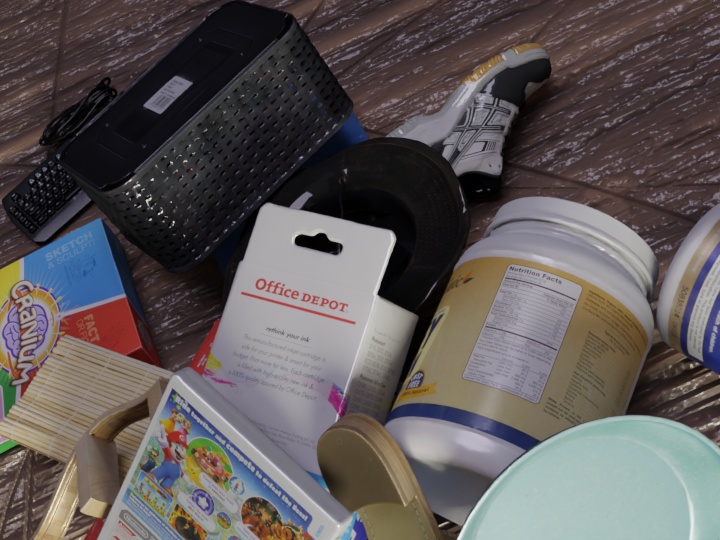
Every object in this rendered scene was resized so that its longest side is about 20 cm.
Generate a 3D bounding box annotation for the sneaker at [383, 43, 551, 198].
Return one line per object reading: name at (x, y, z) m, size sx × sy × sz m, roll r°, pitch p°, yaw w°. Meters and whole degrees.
sneaker at (0.093, -0.103, 1.032) m, size 0.200 × 0.076 × 0.088 m, roll -40°, pitch 82°, yaw -19°

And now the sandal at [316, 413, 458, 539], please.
sandal at (0.044, 0.177, 0.805) m, size 0.078 × 0.212 × 0.070 m, roll -13°, pitch 14°, yaw 39°

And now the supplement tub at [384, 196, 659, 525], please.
supplement tub at (0.111, 0.066, 0.853) m, size 0.144 × 0.144 × 0.200 m, roll 12°, pitch 62°, yaw 27°

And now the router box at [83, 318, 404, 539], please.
router box at (-0.074, 0.150, 0.925) m, size 0.179 × 0.049 × 0.200 m, roll 16°, pitch 64°, yaw 29°

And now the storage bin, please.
storage bin at (-0.123, -0.110, 1.010) m, size 0.200 × 0.094 × 0.135 m, roll -44°, pitch 34°, yaw -12°

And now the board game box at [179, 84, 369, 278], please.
board game box at (-0.062, -0.071, 1.079) m, size 0.158 × 0.039 × 0.200 m, roll -28°, pitch 59°, yaw -1°

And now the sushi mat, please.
sushi mat at (-0.178, 0.111, 0.954) m, size 0.200 × 0.012 × 0.096 m, roll 15°, pitch 63°, yaw 33°

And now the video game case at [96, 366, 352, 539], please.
video game case at (-0.099, 0.177, 0.824) m, size 0.143 × 0.200 × 0.018 m, roll 40°, pitch 35°, yaw 17°

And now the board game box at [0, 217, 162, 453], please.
board game box at (-0.279, 0.063, 1.067) m, size 0.200 × 0.040 × 0.153 m, roll -28°, pitch 52°, yaw 1°

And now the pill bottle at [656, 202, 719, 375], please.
pill bottle at (0.301, 0.042, 0.815) m, size 0.200 × 0.116 × 0.116 m, roll 32°, pitch 73°, yaw 35°

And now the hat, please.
hat at (0.000, 0.000, 0.957) m, size 0.200 × 0.081 × 0.201 m, roll -16°, pitch 53°, yaw 22°

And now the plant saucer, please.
plant saucer at (0.137, 0.172, 0.759) m, size 0.200 × 0.200 × 0.036 m, roll -34°, pitch 24°, yaw -4°

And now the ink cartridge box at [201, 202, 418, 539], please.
ink cartridge box at (-0.038, 0.066, 0.855) m, size 0.115 × 0.068 × 0.200 m, roll 14°, pitch 82°, yaw 31°

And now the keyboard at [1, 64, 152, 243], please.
keyboard at (-0.256, -0.121, 1.185) m, size 0.200 × 0.040 × 0.104 m, roll -45°, pitch 54°, yaw -13°

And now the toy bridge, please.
toy bridge at (-0.183, 0.142, 0.894) m, size 0.200 × 0.027 × 0.067 m, roll -49°, pitch 37°, yaw 26°
